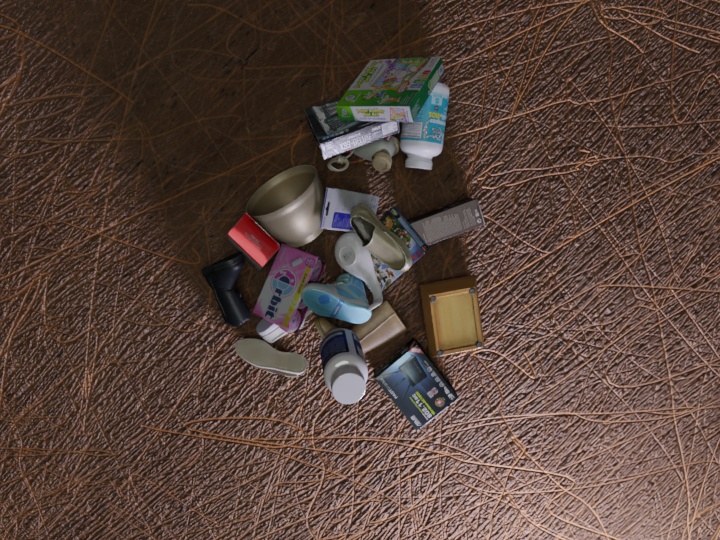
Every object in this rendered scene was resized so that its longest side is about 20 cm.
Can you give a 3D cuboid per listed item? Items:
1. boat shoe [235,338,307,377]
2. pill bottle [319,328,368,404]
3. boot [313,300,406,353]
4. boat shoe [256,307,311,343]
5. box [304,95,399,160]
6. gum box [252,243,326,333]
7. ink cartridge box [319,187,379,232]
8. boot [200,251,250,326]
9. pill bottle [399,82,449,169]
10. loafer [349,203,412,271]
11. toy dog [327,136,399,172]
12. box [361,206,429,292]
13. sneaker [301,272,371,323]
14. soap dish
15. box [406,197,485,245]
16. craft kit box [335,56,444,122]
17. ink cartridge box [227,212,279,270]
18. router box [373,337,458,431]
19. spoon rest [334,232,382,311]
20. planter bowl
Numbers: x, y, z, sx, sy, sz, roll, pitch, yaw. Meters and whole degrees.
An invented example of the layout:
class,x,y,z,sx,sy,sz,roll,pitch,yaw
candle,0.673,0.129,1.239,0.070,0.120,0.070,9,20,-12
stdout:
class,x,y,z,sx,sy,sz,roll,pitch,yaw
boat shoe,-0.241,0.238,1.433,0.196,0.060,0.073,17,59,-7
pill bottle,-0.040,0.235,1.312,0.108,0.201,0.114,-3,111,-7
boot,-0.002,0.144,1.429,0.198,0.066,0.176,-35,111,5
boat shoe,-0.179,0.125,1.423,0.198,0.071,0.070,-35,126,0
box,-0.022,-0.361,1.290,0.196,0.159,0.050,-20,139,-4
gum box,-0.181,0.049,1.359,0.111,0.066,0.204,20,83,21
ink cartridge box,-0.035,-0.149,1.327,0.039,0.198,0.102,19,101,38
boot,-0.319,0.052,1.353,0.076,0.198,0.171,-31,100,-37
pill bottle,0.156,-0.356,1.326,0.108,0.111,0.205,5,100,-3
loafer,0.041,-0.070,1.284,0.200,0.068,0.076,46,126,6
toy dog,0.008,-0.321,1.325,0.195,0.134,0.097,-1,141,-8
box,0.062,-0.044,1.350,0.137,0.038,0.200,49,127,3
sneaker,-0.066,0.052,1.366,0.197,0.132,0.080,24,125,-29
soap dish,0.247,0.127,1.422,0.153,0.081,0.205,-10,101,0
box,0.207,-0.121,1.372,0.196,0.100,0.076,-22,99,1
craft kit box,0.069,-0.422,1.243,0.194,0.202,0.049,7,142,32
ink cartridge box,-0.263,-0.068,1.311,0.116,0.200,0.067,43,79,-7
router box,0.150,0.310,1.458,0.149,0.062,0.201,-39,98,6
spoon rest,0.000,0.000,1.354,0.098,0.060,0.203,-30,82,29
planter bowl,-0.165,-0.145,1.323,0.197,0.201,0.136,-28,123,3
